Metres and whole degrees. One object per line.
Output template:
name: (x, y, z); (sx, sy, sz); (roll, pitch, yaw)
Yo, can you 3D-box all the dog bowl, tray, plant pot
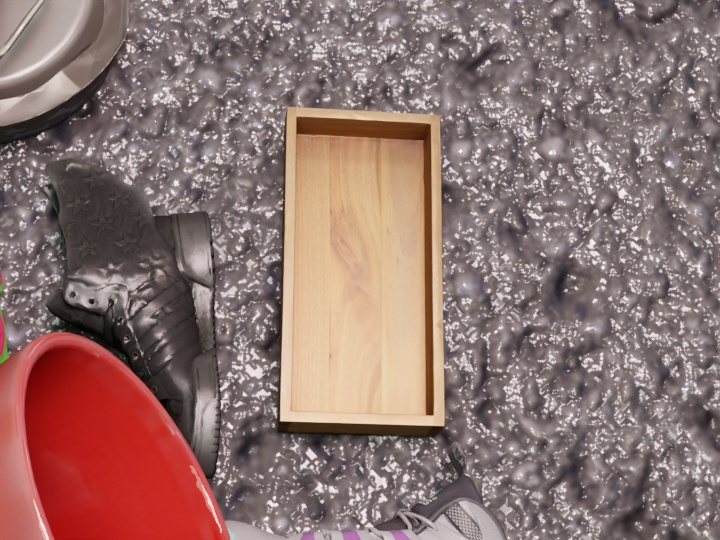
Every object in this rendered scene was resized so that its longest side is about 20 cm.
dog bowl: (-0.239, -0.171, 0.938); (0.199, 0.059, 0.201); (2, 72, -7)
tray: (0.000, 0.000, 0.925); (0.098, 0.037, 0.201); (2, 71, -6)
plant pot: (-0.181, 0.158, 0.745); (0.177, 0.200, 0.201); (-27, 76, 12)

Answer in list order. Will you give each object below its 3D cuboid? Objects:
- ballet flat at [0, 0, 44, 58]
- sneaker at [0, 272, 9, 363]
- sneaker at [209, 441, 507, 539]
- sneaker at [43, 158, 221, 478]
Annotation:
ballet flat: (-0.215, -0.192, 0.889); (0.071, 0.069, 0.201); (18, 74, -20)
sneaker: (-0.246, 0.063, 0.863); (0.083, 0.077, 0.201); (-9, 82, 36)
sneaker: (0.019, 0.156, 0.862); (0.199, 0.078, 0.140); (29, 69, -7)
sneaker: (-0.138, 0.028, 0.889); (0.104, 0.060, 0.201); (-1, 67, -9)
